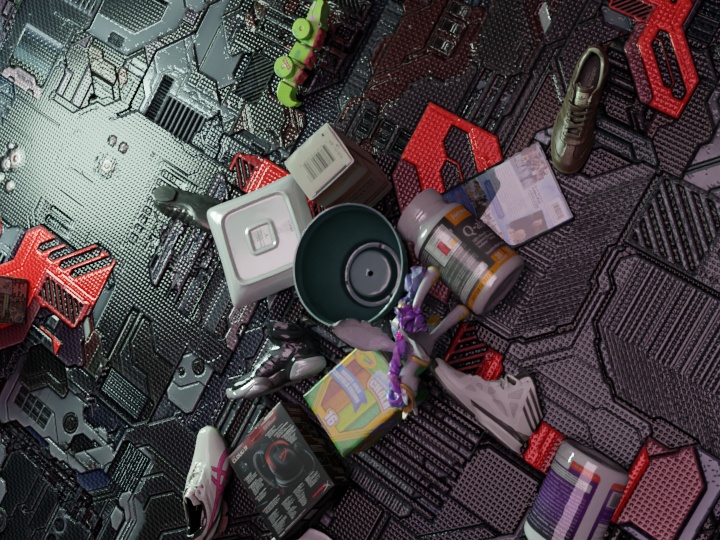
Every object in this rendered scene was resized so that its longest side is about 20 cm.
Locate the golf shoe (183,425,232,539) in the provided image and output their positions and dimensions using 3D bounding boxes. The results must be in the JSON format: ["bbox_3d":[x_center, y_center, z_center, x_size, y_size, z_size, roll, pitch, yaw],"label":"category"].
[{"bbox_3d":[-0.283,0.390,1.399,0.071,0.092,0.206,-6,80,22],"label":"golf shoe"}]

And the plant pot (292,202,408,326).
[{"bbox_3d":[0.000,0.000,1.306,0.195,0.134,0.207,-3,82,22],"label":"plant pot"}]

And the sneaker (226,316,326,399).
[{"bbox_3d":[-0.163,0.157,1.389,0.196,0.075,0.117,-22,76,12],"label":"sneaker"}]

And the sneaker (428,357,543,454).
[{"bbox_3d":[0.210,0.186,1.233,0.200,0.076,0.116,41,88,3],"label":"sneaker"}]

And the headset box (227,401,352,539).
[{"bbox_3d":[-0.131,0.342,1.341,0.149,0.075,0.201,-46,62,10],"label":"headset box"}]

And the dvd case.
[{"bbox_3d":[0.241,-0.107,1.285,0.197,0.017,0.146,-27,74,18],"label":"dvd case"}]

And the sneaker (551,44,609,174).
[{"bbox_3d":[0.347,-0.261,1.228,0.069,0.075,0.206,14,89,22],"label":"sneaker"}]

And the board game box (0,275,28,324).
[{"bbox_3d":[-0.828,0.057,1.598,0.155,0.199,0.100,-1,83,21],"label":"board game box"}]

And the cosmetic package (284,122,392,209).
[{"bbox_3d":[-0.032,-0.162,1.303,0.103,0.199,0.088,-41,73,13],"label":"cosmetic package"}]

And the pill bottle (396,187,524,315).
[{"bbox_3d":[0.158,-0.034,1.238,0.200,0.116,0.117,44,100,19],"label":"pill bottle"}]

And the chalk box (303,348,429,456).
[{"bbox_3d":[0.028,0.194,1.278,0.200,0.123,0.125,-43,71,12],"label":"chalk box"}]

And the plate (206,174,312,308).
[{"bbox_3d":[-0.178,-0.059,1.422,0.195,0.032,0.204,-21,77,7],"label":"plate"}]

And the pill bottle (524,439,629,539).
[{"bbox_3d":[0.313,0.371,1.149,0.110,0.111,0.204,26,93,22],"label":"pill bottle"}]

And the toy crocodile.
[{"bbox_3d":[-0.105,-0.406,1.433,0.061,0.067,0.204,28,97,16],"label":"toy crocodile"}]

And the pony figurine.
[{"bbox_3d":[0.072,0.097,1.160,0.164,0.194,0.203,4,55,45],"label":"pony figurine"}]

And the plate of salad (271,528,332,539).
[{"bbox_3d":[-0.102,0.554,1.330,0.195,0.048,0.207,-3,83,22],"label":"plate of salad"}]

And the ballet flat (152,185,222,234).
[{"bbox_3d":[-0.321,-0.115,1.504,0.196,0.057,0.067,24,70,17],"label":"ballet flat"}]
